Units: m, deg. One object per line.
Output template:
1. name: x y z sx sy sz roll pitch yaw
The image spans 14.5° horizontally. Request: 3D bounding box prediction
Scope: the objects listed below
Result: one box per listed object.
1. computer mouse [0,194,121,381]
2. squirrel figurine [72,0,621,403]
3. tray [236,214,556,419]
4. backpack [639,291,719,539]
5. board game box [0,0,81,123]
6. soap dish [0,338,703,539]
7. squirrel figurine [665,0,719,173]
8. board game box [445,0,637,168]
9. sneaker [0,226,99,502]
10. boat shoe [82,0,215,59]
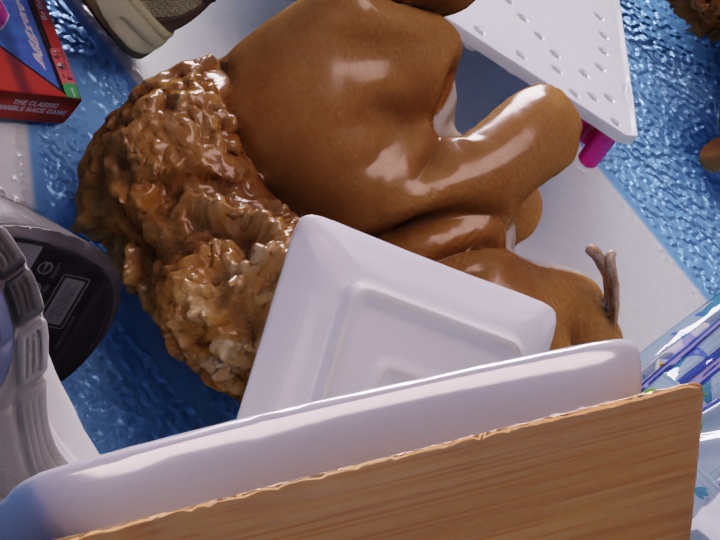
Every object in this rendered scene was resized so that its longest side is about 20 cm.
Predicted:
1. computer mouse: -0.160 -0.029 0.925 0.200 0.141 0.046 8 32 -35
2. squirrel figurine: 0.000 0.000 1.048 0.200 0.142 0.187 -22 80 -34
3. tray: 0.001 0.091 0.942 0.107 0.022 0.200 20 81 -27
4. backpack: 0.149 0.074 1.015 0.200 0.163 0.154 -25 61 -11
5. board game box: -0.184 -0.144 1.099 0.103 0.019 0.200 2 53 -40
6. soap dish: -0.014 0.090 0.802 0.200 0.157 0.081 -13 77 -21
7. squirrel figurine: 0.211 -0.121 1.357 0.200 0.142 0.187 37 47 16
8. board game box: 0.029 -0.142 1.238 0.200 0.026 0.200 32 24 -14
9. sneaker: -0.121 0.053 0.897 0.074 0.087 0.200 -29 99 -12
10. boat shoe: -0.102 -0.156 1.065 0.072 0.066 0.201 60 2 34
